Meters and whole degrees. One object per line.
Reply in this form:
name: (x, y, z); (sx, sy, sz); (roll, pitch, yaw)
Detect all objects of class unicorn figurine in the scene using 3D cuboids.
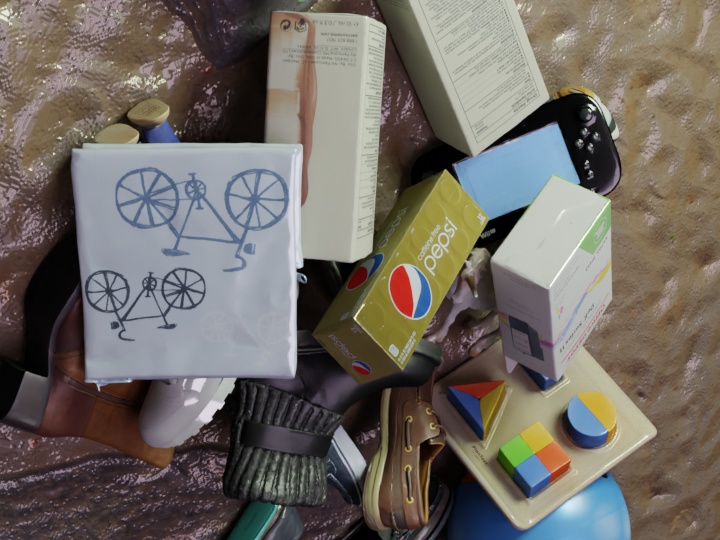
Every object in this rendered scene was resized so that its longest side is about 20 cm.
unicorn figurine: (0.116, 0.027, 1.325); (0.199, 0.074, 0.137); (-8, 149, -48)

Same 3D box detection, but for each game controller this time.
game controller: (0.151, -0.093, 1.285); (0.198, 0.042, 0.106); (-22, 86, 4)

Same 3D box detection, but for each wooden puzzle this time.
wooden puzzle: (0.184, 0.146, 1.383); (0.199, 0.186, 0.047); (-29, 151, -20)

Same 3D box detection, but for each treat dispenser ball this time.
treat dispenser ball: (0.193, 0.284, 1.440); (0.199, 0.200, 0.204); (-14, 119, -27)

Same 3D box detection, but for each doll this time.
doll: (-0.160, -0.045, 1.150); (0.136, 0.048, 0.202); (-45, 133, -36)

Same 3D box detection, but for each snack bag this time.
snack bag: (-0.137, -0.003, 1.079); (0.185, 0.021, 0.203); (-1, 102, -2)

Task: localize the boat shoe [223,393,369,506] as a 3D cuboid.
boat shoe: (-0.060, 0.176, 1.312); (0.090, 0.071, 0.202); (-36, 119, -13)

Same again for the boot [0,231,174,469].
boot: (-0.205, 0.073, 1.169); (0.199, 0.068, 0.191); (23, 86, -44)

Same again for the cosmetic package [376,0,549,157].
cosmetic package: (0.090, -0.220, 1.219); (0.103, 0.073, 0.201); (-36, 127, -14)

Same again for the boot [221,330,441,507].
boot: (-0.025, 0.138, 1.222); (0.208, 0.079, 0.160); (2, 82, -14)

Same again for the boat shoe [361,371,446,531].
boat shoe: (0.056, 0.165, 1.332); (0.072, 0.067, 0.203); (51, 46, -56)

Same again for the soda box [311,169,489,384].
soda box: (0.039, 0.003, 1.193); (0.068, 0.064, 0.201); (46, 51, -17)

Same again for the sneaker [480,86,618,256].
sneaker: (0.199, -0.084, 1.354); (0.087, 0.076, 0.201); (27, 98, -43)

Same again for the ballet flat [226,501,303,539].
ballet flat: (-0.129, 0.312, 1.327); (0.200, 0.073, 0.073); (-49, 129, -7)

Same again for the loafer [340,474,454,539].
loafer: (0.016, 0.290, 1.413); (0.200, 0.072, 0.063); (-45, 122, -5)

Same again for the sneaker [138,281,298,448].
sneaker: (-0.141, 0.061, 1.154); (0.080, 0.076, 0.201); (35, 88, -46)

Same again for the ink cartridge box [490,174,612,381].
ink cartridge box: (0.188, 0.021, 1.270); (0.118, 0.067, 0.201); (-52, 151, -23)

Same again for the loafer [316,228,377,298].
loafer: (0.000, 0.000, 1.264); (0.070, 0.070, 0.200); (-44, 128, -8)

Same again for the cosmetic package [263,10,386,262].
cosmetic package: (-0.032, -0.114, 1.128); (0.086, 0.103, 0.203); (4, 95, 9)
